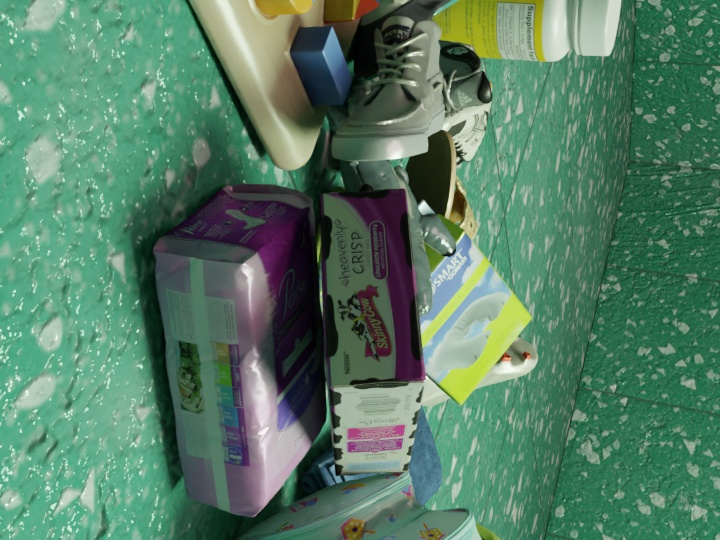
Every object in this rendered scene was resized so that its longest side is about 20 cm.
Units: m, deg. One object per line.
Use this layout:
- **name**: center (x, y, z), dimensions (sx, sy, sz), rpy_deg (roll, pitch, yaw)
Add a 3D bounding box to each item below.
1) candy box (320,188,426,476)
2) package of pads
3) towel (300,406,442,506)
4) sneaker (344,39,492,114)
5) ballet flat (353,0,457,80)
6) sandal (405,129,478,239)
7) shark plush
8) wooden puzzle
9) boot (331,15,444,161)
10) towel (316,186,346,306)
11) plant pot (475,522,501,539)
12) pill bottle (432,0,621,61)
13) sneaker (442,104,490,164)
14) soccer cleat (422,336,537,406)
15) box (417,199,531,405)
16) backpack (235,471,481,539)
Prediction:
- **candy box**: center (0.005, 0.053, 0.632), dimensions (0.200, 0.061, 0.137), rpy_deg (89, -3, -62)
- **package of pads**: center (-0.076, 0.052, 0.614), dimensions (0.121, 0.075, 0.201), rpy_deg (-54, 147, -58)
- **towel**: center (0.021, 0.210, 0.900), dimensions (0.200, 0.048, 0.112), rpy_deg (-23, 93, -60)
- **sneaker**: center (0.059, -0.156, 0.824), dimensions (0.075, 0.115, 0.200), rpy_deg (75, 31, -47)
- **ballet flat**: center (0.041, -0.247, 0.819), dimensions (0.200, 0.073, 0.073), rpy_deg (-48, 143, -36)
- **sandal**: center (0.084, -0.038, 0.904), dimensions (0.069, 0.078, 0.213), rpy_deg (-3, 111, -33)
- **shark plush**: center (0.020, -0.062, 0.737), dimensions (0.083, 0.091, 0.201), rpy_deg (-53, 131, -75)
- **wooden puzzle**: center (-0.035, -0.202, 0.644), dimensions (0.185, 0.046, 0.200), rpy_deg (66, 39, -51)
- **boot**: center (0.022, -0.143, 0.680), dimensions (0.200, 0.073, 0.096), rpy_deg (-56, 145, -68)
- **towel**: center (0.000, 0.000, 0.866), dimensions (0.200, 0.023, 0.144), rpy_deg (16, 84, -69)
- **plant pot**: center (0.081, 0.336, 0.903), dimensions (0.184, 0.200, 0.201), rpy_deg (97, 12, -60)
- **pill bottle**: center (0.162, -0.276, 0.927), dimensions (0.114, 0.199, 0.115), rpy_deg (9, 90, -70)
- **sneaker**: center (0.103, -0.153, 0.978), dimensions (0.200, 0.075, 0.088), rpy_deg (-40, 134, -60)
- **soccer cleat**: center (0.108, 0.113, 1.021), dimensions (0.069, 0.199, 0.078), rpy_deg (-119, -148, -44)
- **box**: center (0.081, 0.036, 0.863), dimensions (0.122, 0.048, 0.200), rpy_deg (-50, 137, -4)
- **backpack**: center (0.004, 0.241, 0.690), dimensions (0.175, 0.200, 0.154), rpy_deg (-14, 89, -44)
